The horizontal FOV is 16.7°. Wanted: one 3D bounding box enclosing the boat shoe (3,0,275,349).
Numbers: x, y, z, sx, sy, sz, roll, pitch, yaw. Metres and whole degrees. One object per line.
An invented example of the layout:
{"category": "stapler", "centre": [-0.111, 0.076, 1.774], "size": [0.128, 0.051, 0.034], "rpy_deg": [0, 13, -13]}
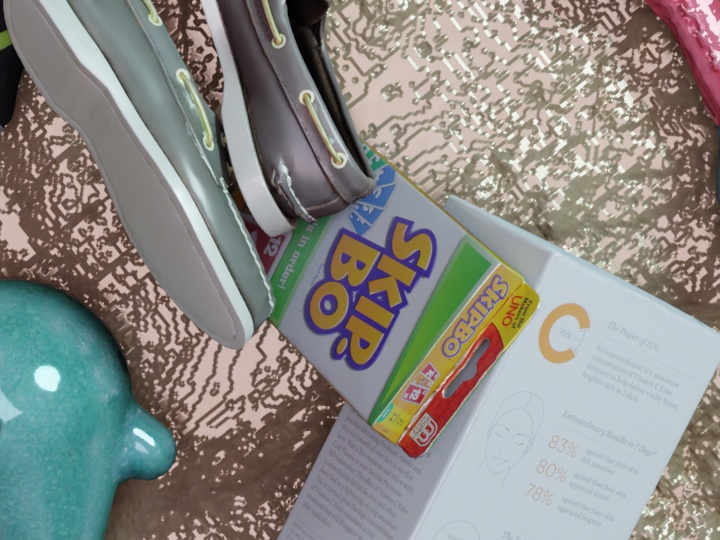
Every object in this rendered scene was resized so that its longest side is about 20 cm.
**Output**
{"category": "boat shoe", "centre": [-0.093, -0.060, 1.156], "size": [0.060, 0.072, 0.203], "rpy_deg": [-31, 89, -30]}

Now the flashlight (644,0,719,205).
{"category": "flashlight", "centre": [0.171, -0.098, 1.199], "size": [0.068, 0.068, 0.201], "rpy_deg": [-31, 95, 5]}

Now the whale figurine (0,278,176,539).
{"category": "whale figurine", "centre": [-0.168, 0.106, 1.194], "size": [0.158, 0.104, 0.202], "rpy_deg": [-10, 94, 0]}

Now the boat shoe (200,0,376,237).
{"category": "boat shoe", "centre": [-0.041, -0.118, 1.173], "size": [0.059, 0.072, 0.202], "rpy_deg": [-18, 71, 14]}

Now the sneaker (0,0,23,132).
{"category": "sneaker", "centre": [-0.154, -0.163, 1.191], "size": [0.082, 0.072, 0.202], "rpy_deg": [7, 94, -2]}

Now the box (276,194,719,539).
{"category": "box", "centre": [0.065, 0.086, 1.173], "size": [0.124, 0.097, 0.201], "rpy_deg": [25, 94, -36]}

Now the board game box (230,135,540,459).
{"category": "board game box", "centre": [0.000, 0.000, 1.155], "size": [0.096, 0.200, 0.030], "rpy_deg": [-52, 135, 5]}
